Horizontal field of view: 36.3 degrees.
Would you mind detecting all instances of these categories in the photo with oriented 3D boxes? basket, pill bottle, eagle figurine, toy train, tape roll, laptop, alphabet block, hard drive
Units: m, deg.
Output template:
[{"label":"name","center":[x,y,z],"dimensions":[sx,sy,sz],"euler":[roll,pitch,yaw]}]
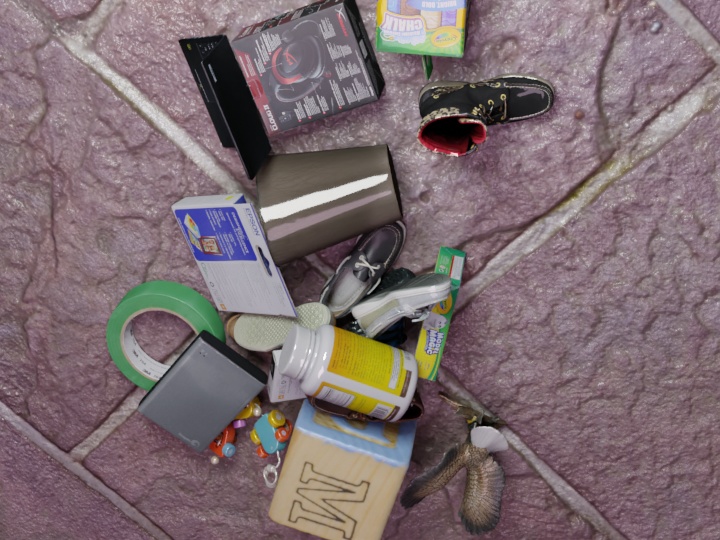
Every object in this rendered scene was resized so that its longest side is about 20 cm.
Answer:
[{"label":"basket","center":[-0.043,-0.111,1.631],"dimensions":[0.196,0.183,0.137],"euler":[-13,149,6]},{"label":"pill bottle","center":[-0.020,0.150,1.657],"dimensions":[0.197,0.110,0.110],"euler":[20,121,-15]},{"label":"eagle figurine","center":[0.173,0.331,1.826],"dimensions":[0.150,0.203,0.150],"euler":[16,170,37]},{"label":"toy train","center":[-0.186,0.285,1.893],"dimensions":[0.198,0.055,0.153],"euler":[21,105,41]},{"label":"tape roll","center":[-0.328,0.116,1.857],"dimensions":[0.197,0.048,0.204],"euler":[4,118,8]},{"label":"laptop","center":[-0.207,-0.232,1.562],"dimensions":[0.198,0.103,0.179],"euler":[10,128,49]},{"label":"alphabet block","center":[-0.025,0.311,1.825],"dimensions":[0.193,0.196,0.202],"euler":[19,119,2]},{"label":"hard drive","center":[-0.267,0.207,1.849],"dimensions":[0.139,0.033,0.200],"euler":[36,119,-15]}]

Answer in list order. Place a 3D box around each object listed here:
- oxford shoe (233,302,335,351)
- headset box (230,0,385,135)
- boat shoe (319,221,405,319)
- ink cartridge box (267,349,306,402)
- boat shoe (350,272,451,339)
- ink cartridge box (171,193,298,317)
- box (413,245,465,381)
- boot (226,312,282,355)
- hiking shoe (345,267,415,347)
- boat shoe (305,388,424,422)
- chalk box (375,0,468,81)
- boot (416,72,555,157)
[{"label":"oxford shoe","center":[-0.120,0.093,1.752],"dimensions":[0.197,0.077,0.057],"euler":[-10,159,33]},{"label":"headset box","center":[-0.083,-0.294,1.576],"dimensions":[0.197,0.075,0.150],"euler":[-16,114,18]},{"label":"boat shoe","center":[0.000,0.000,1.727],"dimensions":[0.074,0.061,0.200],"euler":[39,118,-11]},{"label":"ink cartridge box","center":[-0.048,0.158,1.751],"dimensions":[0.196,0.037,0.096],"euler":[-4,137,-16]},{"label":"boat shoe","center":[0.065,0.054,1.624],"dimensions":[0.200,0.074,0.066],"euler":[-22,95,45]},{"label":"ink cartridge box","center":[-0.186,-0.024,1.710],"dimensions":[0.198,0.047,0.200],"euler":[1,121,42]},{"label":"box","center":[0.118,0.079,1.715],"dimensions":[0.048,0.118,0.203],"euler":[15,120,3]},{"label":"boot","center":[-0.131,0.117,1.807],"dimensions":[0.196,0.076,0.075],"euler":[11,122,6]},{"label":"hiking shoe","center":[0.047,0.074,1.759],"dimensions":[0.086,0.075,0.201],"euler":[28,130,-11]},{"label":"boat shoe","center":[0.011,0.205,1.745],"dimensions":[0.197,0.071,0.071],"euler":[3,123,-25]},{"label":"chalk box","center":[0.087,-0.362,1.480],"dimensions":[0.121,0.125,0.203],"euler":[6,118,6]},{"label":"boot","center":[0.171,-0.217,1.527],"dimensions":[0.196,0.151,0.074],"euler":[2,119,9]}]
